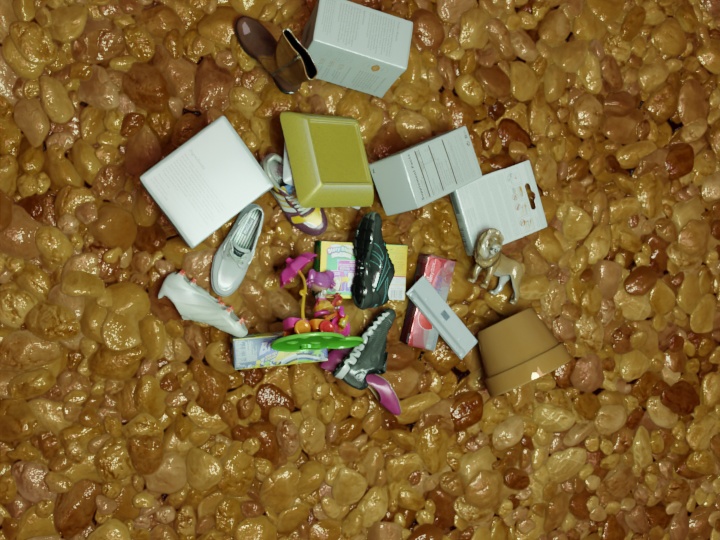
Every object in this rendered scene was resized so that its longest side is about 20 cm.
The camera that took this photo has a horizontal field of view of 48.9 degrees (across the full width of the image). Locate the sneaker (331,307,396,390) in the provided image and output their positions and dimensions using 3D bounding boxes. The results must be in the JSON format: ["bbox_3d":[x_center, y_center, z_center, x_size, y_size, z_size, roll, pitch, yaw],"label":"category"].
[{"bbox_3d":[0.028,0.171,1.673,0.090,0.066,0.201,40,63,-3],"label":"sneaker"}]

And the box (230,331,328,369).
[{"bbox_3d":[-0.170,0.162,1.652,0.196,0.070,0.066,-3,92,-15],"label":"box"}]

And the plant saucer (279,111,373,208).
[{"bbox_3d":[-0.055,-0.232,1.610,0.198,0.048,0.204,-5,78,-41],"label":"plant saucer"}]

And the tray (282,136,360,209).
[{"bbox_3d":[-0.072,-0.204,1.632,0.198,0.022,0.109,16,65,-36],"label":"tray"}]

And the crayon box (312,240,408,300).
[{"bbox_3d":[0.000,0.000,1.696,0.196,0.058,0.121,3,92,-15],"label":"crayon box"}]

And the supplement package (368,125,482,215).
[{"bbox_3d":[0.137,-0.209,1.663,0.198,0.116,0.119,-27,101,-32],"label":"supplement package"}]

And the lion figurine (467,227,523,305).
[{"bbox_3d":[0.310,-0.009,1.754,0.199,0.072,0.124,28,88,-46],"label":"lion figurine"}]

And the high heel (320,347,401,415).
[{"bbox_3d":[0.003,0.249,1.701,0.096,0.067,0.201,-37,97,-20],"label":"high heel"}]

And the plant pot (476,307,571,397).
[{"bbox_3d":[0.345,0.172,1.741,0.198,0.200,0.142,-24,83,-13],"label":"plant pot"}]

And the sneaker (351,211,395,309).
[{"bbox_3d":[0.029,-0.021,1.645,0.078,0.075,0.204,1,99,-29],"label":"sneaker"}]

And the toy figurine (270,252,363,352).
[{"bbox_3d":[-0.090,0.058,1.592,0.197,0.150,0.187,4,72,-30],"label":"toy figurine"}]

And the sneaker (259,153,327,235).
[{"bbox_3d":[-0.137,-0.152,1.634,0.075,0.090,0.200,-43,101,-8],"label":"sneaker"}]

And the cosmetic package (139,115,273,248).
[{"bbox_3d":[-0.303,-0.169,1.548,0.199,0.167,0.167,-38,101,-9],"label":"cosmetic package"}]

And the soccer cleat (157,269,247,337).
[{"bbox_3d":[-0.319,0.081,1.610,0.199,0.069,0.078,38,91,-3],"label":"soccer cleat"}]

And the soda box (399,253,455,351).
[{"bbox_3d":[0.147,0.069,1.738,0.069,0.063,0.204,13,90,-15],"label":"soda box"}]

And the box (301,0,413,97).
[{"bbox_3d":[-0.014,-0.454,1.612,0.197,0.152,0.108,13,76,-16],"label":"box"}]

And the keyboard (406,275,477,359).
[{"bbox_3d":[0.178,0.103,1.713,0.056,0.011,0.201,-45,107,-16],"label":"keyboard"}]

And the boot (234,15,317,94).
[{"bbox_3d":[-0.170,-0.436,1.553,0.068,0.200,0.190,-33,101,-11],"label":"boot"}]

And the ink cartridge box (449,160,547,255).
[{"bbox_3d":[0.309,-0.142,1.784,0.197,0.047,0.163,-21,98,-17],"label":"ink cartridge box"}]

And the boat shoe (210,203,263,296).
[{"bbox_3d":[-0.253,-0.044,1.620,0.073,0.067,0.203,19,88,-15],"label":"boat shoe"}]
